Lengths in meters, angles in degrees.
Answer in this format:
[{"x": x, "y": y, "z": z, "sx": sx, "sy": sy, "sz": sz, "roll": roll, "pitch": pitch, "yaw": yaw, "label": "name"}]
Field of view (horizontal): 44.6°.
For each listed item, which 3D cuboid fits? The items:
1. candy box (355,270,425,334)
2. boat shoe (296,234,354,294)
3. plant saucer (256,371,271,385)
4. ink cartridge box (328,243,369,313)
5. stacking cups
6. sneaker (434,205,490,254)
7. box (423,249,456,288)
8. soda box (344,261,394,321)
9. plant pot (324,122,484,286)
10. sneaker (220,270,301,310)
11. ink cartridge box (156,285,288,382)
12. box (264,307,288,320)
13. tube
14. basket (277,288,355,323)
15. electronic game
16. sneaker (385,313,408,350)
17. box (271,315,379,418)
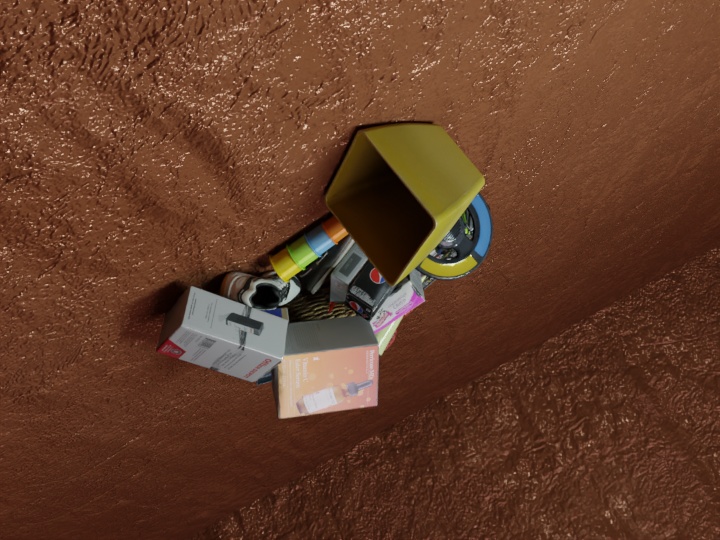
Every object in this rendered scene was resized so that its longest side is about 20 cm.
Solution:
[{"x": 0.057, "y": 0.030, "z": 1.819, "sx": 0.136, "sy": 0.061, "sz": 0.201, "roll": -34, "pitch": -157, "yaw": 16, "label": "candy box"}, {"x": -0.064, "y": -0.032, "z": 1.690, "sx": 0.200, "sy": 0.057, "sz": 0.067, "roll": -51, "pitch": 180, "yaw": 38, "label": "boat shoe"}, {"x": -0.120, "y": 0.184, "z": 1.795, "sx": 0.198, "sy": 0.019, "sz": 0.070, "roll": -13, "pitch": 143, "yaw": -22, "label": "plant saucer"}, {"x": 0.000, "y": 0.000, "z": 1.768, "sx": 0.163, "sy": 0.057, "sz": 0.200, "roll": -53, "pitch": 164, "yaw": -22, "label": "ink cartridge box"}, {"x": -0.071, "y": -0.054, "z": 1.616, "sx": 0.199, "sy": 0.061, "sz": 0.060, "roll": -32, "pitch": 160, "yaw": 10, "label": "stacking cups"}, {"x": 0.207, "y": -0.095, "z": 1.771, "sx": 0.200, "sy": 0.082, "sz": 0.071, "roll": -46, "pitch": 157, "yaw": -46, "label": "sneaker"}, {"x": 0.151, "y": -0.024, "z": 2.008, "sx": 0.159, "sy": 0.050, "sz": 0.200, "roll": -2, "pitch": 147, "yaw": -47, "label": "box"}, {"x": 0.051, "y": -0.003, "z": 1.697, "sx": 0.200, "sy": 0.063, "sz": 0.071, "roll": -52, "pitch": 169, "yaw": -22, "label": "soda box"}, {"x": 0.088, "y": -0.131, "z": 1.477, "sx": 0.176, "sy": 0.201, "sz": 0.200, "roll": -28, "pitch": 163, "yaw": -34, "label": "plant pot"}, {"x": -0.171, "y": 0.047, "z": 1.659, "sx": 0.199, "sy": 0.087, "sz": 0.076, "roll": -4, "pitch": 110, "yaw": -53, "label": "sneaker"}, {"x": -0.250, "y": 0.120, "z": 1.599, "sx": 0.199, "sy": 0.084, "sz": 0.144, "roll": 22, "pitch": 147, "yaw": -22, "label": "ink cartridge box"}, {"x": -0.240, "y": 0.108, "z": 1.737, "sx": 0.198, "sy": 0.033, "sz": 0.121, "roll": -7, "pitch": 167, "yaw": -5, "label": "box"}, {"x": 0.072, "y": 0.083, "z": 1.871, "sx": 0.201, "sy": 0.058, "sz": 0.052, "roll": -62, "pitch": 173, "yaw": -7, "label": "tube"}, {"x": -0.106, "y": 0.137, "z": 1.902, "sx": 0.198, "sy": 0.144, "sz": 0.149, "roll": -18, "pitch": 153, "yaw": -17, "label": "basket"}, {"x": 0.162, "y": -0.082, "z": 1.678, "sx": 0.198, "sy": 0.202, "sz": 0.042, "roll": -23, "pitch": -177, "yaw": -16, "label": "electronic game"}, {"x": 0.061, "y": 0.094, "z": 1.934, "sx": 0.201, "sy": 0.070, "sz": 0.098, "roll": -54, "pitch": 156, "yaw": -28, "label": "sneaker"}, {"x": -0.071, "y": 0.186, "z": 1.705, "sx": 0.198, "sy": 0.107, "sz": 0.154, "roll": -6, "pitch": 121, "yaw": -11, "label": "box"}]
